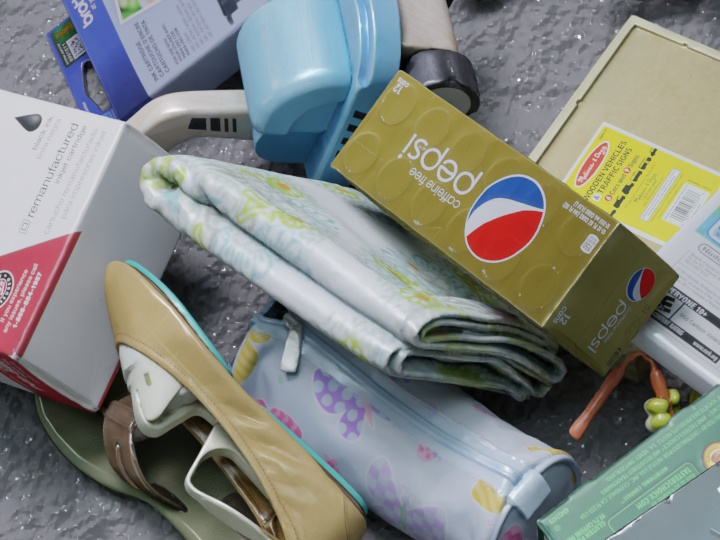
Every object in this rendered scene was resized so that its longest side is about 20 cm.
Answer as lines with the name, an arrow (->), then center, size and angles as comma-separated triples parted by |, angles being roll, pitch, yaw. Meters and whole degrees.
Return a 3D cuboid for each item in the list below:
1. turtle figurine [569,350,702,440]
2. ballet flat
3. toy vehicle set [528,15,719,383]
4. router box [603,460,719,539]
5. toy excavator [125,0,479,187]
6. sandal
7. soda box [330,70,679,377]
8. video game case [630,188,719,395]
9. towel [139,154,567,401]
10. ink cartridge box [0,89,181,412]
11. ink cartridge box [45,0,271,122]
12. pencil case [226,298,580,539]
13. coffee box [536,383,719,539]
turtle figurine -> 0.219, 0.067, 1.467 | 0.200, 0.065, 0.161 | -38, 66, -22
ballet flat -> -0.080, 0.080, 1.464 | 0.063, 0.069, 0.200 | -41, 80, -19
toy vehicle set -> 0.155, -0.044, 1.572 | 0.124, 0.027, 0.200 | 27, 68, 26
router box -> 0.190, 0.170, 1.306 | 0.199, 0.062, 0.150 | -33, 71, -8
toy excavator -> -0.054, -0.098, 1.600 | 0.199, 0.195, 0.100 | 3, 55, -19
sandal -> -0.098, 0.099, 1.521 | 0.201, 0.057, 0.080 | 35, 72, 28
soda box -> 0.072, -0.027, 1.464 | 0.068, 0.064, 0.200 | -53, 44, 1
video game case -> 0.259, 0.022, 1.445 | 0.200, 0.024, 0.182 | 37, 64, 21
towel -> 0.000, 0.000, 1.483 | 0.200, 0.171, 0.048 | 34, 100, 31
ink cartridge box -> -0.208, -0.022, 1.563 | 0.199, 0.083, 0.148 | 15, 75, 38
ink cartridge box -> -0.106, -0.165, 1.658 | 0.200, 0.042, 0.120 | -38, 57, 18
pencil case -> 0.022, 0.086, 1.484 | 0.200, 0.091, 0.083 | 34, 53, 27
coffee box -> 0.190, 0.170, 1.363 | 0.123, 0.044, 0.200 | -36, 73, -10
